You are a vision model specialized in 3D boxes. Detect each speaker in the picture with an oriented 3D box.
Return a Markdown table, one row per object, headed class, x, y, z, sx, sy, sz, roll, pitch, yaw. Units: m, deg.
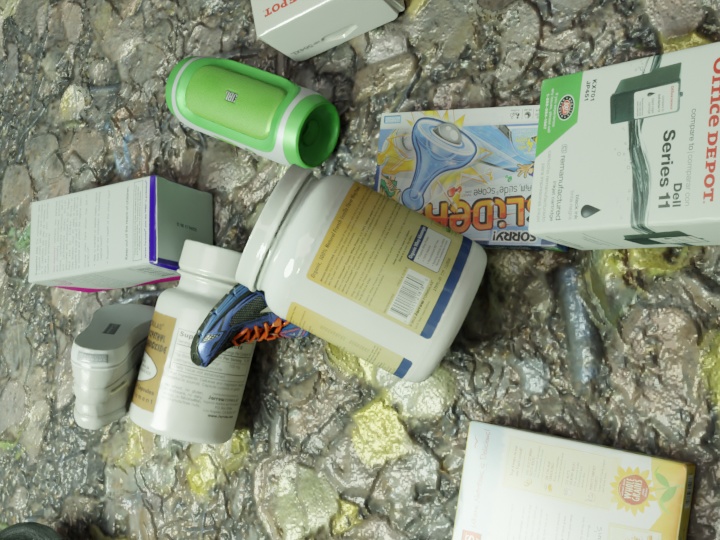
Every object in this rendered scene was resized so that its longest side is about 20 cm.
| class | x | y | z | sx | sy | sz | roll | pitch | yaw |
| --- | --- | --- | --- | --- | --- | --- | --- | --- | --- |
| speaker | -0.121 | -0.176 | 1.068 | 0.199 | 0.088 | 0.089 | 24 | 94 | 31 |

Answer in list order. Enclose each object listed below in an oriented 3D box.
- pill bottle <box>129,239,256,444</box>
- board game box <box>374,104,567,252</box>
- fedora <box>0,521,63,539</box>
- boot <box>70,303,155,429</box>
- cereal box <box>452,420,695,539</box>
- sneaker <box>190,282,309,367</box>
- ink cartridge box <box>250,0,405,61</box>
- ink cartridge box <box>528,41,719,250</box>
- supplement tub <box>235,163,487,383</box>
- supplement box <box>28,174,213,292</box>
| class | x | y | z | sx | sy | sz | roll | pitch | yaw |
| --- | --- | --- | --- | --- | --- | --- | --- | --- | --- |
| pill bottle | -0.169 | 0.074 | 1.038 | 0.114 | 0.114 | 0.201 | 14 | 89 | 31 |
| board game box | 0.108 | -0.089 | 0.948 | 0.199 | 0.034 | 0.136 | 2 | 83 | 30 |
| fedora | -0.360 | 0.389 | 1.112 | 0.200 | 0.091 | 0.202 | -5 | 80 | 30 |
| boot | -0.272 | 0.102 | 1.066 | 0.073 | 0.200 | 0.096 | 10 | 103 | 3 |
| cereal box | 0.181 | 0.220 | 0.853 | 0.199 | 0.039 | 0.145 | 8 | 86 | 32 |
| sneaker | -0.084 | 0.039 | 0.967 | 0.079 | 0.200 | 0.075 | 51 | 149 | 6 |
| ink cartridge box | -0.049 | -0.353 | 1.054 | 0.146 | 0.084 | 0.201 | -19 | 72 | 26 |
| ink cartridge box | 0.245 | -0.097 | 0.805 | 0.200 | 0.083 | 0.147 | -2 | 79 | 51 |
| supplement tub | 0.000 | 0.000 | 0.894 | 0.199 | 0.144 | 0.145 | 27 | 97 | 0 |
| supplement box | -0.279 | -0.037 | 1.128 | 0.199 | 0.101 | 0.104 | -9 | 77 | 29 |
